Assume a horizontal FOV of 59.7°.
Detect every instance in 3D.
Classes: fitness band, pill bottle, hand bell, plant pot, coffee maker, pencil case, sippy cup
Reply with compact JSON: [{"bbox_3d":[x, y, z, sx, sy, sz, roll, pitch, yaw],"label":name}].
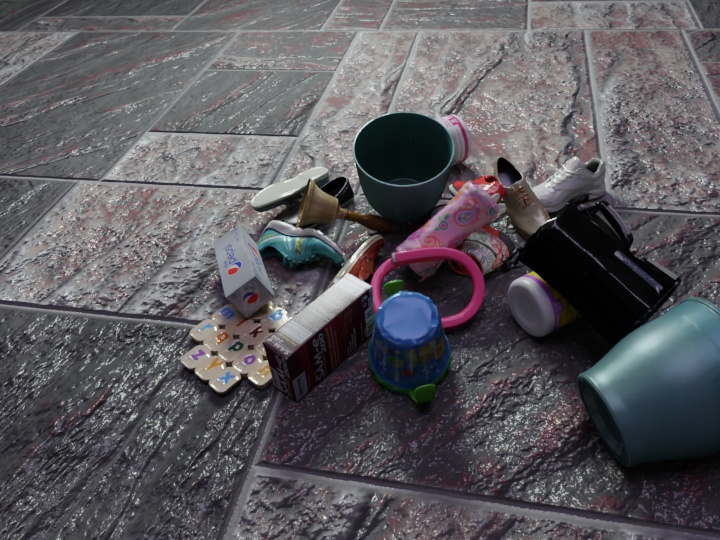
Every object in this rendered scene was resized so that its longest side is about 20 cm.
[{"bbox_3d":[0.115,0.034,1.087,0.198,0.037,0.145,-7,76,2],"label":"fitness band"},{"bbox_3d":[0.358,0.029,1.067,0.199,0.105,0.104,-23,43,-19],"label":"pill bottle"},{"bbox_3d":[-0.023,-0.111,1.287,0.199,0.104,0.105,15,39,-12],"label":"hand bell"},{"bbox_3d":[0.410,0.167,0.846,0.187,0.201,0.201,-25,42,0],"label":"plant pot"},{"bbox_3d":[0.348,0.012,0.953,0.192,0.135,0.200,-40,70,-7],"label":"coffee maker"},{"bbox_3d":[0.159,-0.072,1.148,0.200,0.087,0.088,-44,38,17],"label":"pencil case"},{"bbox_3d":[0.075,0.104,0.973,0.177,0.131,0.140,36,66,25],"label":"sippy cup"},{"bbox_3d":[0.088,-0.195,1.288,0.199,0.161,0.202,-2,56,3],"label":"plant pot"},{"bbox_3d":[0.145,-0.278,1.444,0.199,0.114,0.113,-21,43,-17],"label":"pill bottle"}]

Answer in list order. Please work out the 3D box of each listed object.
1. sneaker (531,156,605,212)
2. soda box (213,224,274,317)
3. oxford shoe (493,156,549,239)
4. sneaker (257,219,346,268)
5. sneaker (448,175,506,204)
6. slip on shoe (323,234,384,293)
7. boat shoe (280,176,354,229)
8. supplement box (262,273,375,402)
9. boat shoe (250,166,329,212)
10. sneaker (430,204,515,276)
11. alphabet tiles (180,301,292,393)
[{"bbox_3d":[0.428,-0.191,1.317,0.199,0.100,0.078,-20,42,-15],"label":"sneaker"},{"bbox_3d":[-0.222,-0.003,1.178,0.068,0.064,0.200,-36,37,3],"label":"soda box"},{"bbox_3d":[0.319,-0.140,1.256,0.071,0.074,0.201,-32,64,9],"label":"oxford shoe"},{"bbox_3d":[-0.117,-0.037,1.245,0.199,0.078,0.080,13,63,28],"label":"sneaker"},{"bbox_3d":[0.243,-0.156,1.273,0.085,0.077,0.200,-43,18,3],"label":"sneaker"},{"bbox_3d":[0.000,0.000,1.186,0.061,0.074,0.200,39,42,-2],"label":"slip on shoe"},{"bbox_3d":[-0.095,-0.144,1.359,0.199,0.063,0.074,-34,49,-27],"label":"boat shoe"},{"bbox_3d":[-0.061,0.107,1.025,0.061,0.109,0.200,28,51,33],"label":"supplement box"},{"bbox_3d":[-0.150,-0.166,1.389,0.199,0.062,0.073,-31,41,-28],"label":"boat shoe"},{"bbox_3d":[0.190,-0.059,1.219,0.108,0.068,0.201,-33,50,-31],"label":"sneaker"},{"bbox_3d":[-0.203,0.128,1.090,0.199,0.015,0.195,27,51,33],"label":"alphabet tiles"}]
